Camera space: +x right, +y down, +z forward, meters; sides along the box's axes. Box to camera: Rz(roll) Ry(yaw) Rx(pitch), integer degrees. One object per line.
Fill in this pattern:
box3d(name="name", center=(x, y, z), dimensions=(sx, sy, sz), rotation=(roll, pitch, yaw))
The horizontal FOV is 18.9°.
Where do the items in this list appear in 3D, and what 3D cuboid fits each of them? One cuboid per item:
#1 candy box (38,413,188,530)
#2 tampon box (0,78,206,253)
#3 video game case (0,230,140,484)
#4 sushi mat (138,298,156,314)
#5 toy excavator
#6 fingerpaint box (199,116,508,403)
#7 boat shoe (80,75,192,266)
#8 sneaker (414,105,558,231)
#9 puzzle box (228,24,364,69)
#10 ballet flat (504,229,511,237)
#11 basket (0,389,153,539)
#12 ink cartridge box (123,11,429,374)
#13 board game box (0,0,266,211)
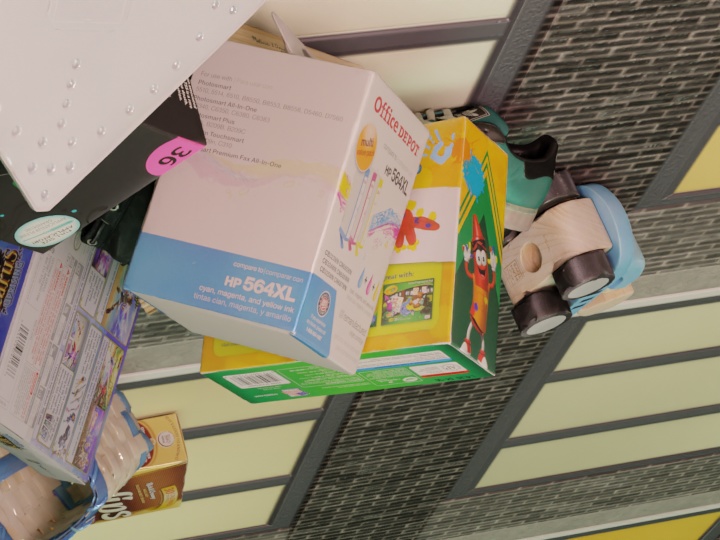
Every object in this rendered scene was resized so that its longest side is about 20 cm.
box3d(name="candy box", center=(-0.266, 0.197, 2.035), dimensions=(0.199, 0.057, 0.117), rotation=(-11, 154, -14))
box3d(name="tampon box", center=(-0.222, -0.115, 1.317), dimensions=(0.150, 0.127, 0.200), rotation=(-30, 152, 28))
box3d(name="video game case", center=(-0.220, 0.032, 1.554), dimensions=(0.045, 0.201, 0.181), rotation=(9, 162, 20))
box3d(name="sushi mat", center=(-0.079, -0.051, 1.515), dimensions=(0.199, 0.096, 0.012), rotation=(-26, 150, 21))
box3d(name="toy excavator", center=(0.196, -0.006, 1.859), dimensions=(0.199, 0.100, 0.194), rotation=(-8, 157, -37))
box3d(name="fingerpaint box", center=(-0.003, -0.004, 1.504), dimensions=(0.199, 0.168, 0.073), rotation=(-9, 154, 29))
box3d(name="boat shoe", center=(-0.153, -0.078, 1.452), dimensions=(0.066, 0.075, 0.200), rotation=(17, 143, -1))
box3d(name="sneaker", center=(0.059, -0.094, 1.619), dimensions=(0.199, 0.071, 0.080), rotation=(16, 108, -31))
box3d(name="puzzle box", center=(-0.103, -0.121, 1.501), dimensions=(0.133, 0.026, 0.200), rotation=(-32, 151, 31))
box3d(name="ballet flat", center=(0.082, -0.036, 1.785), dimensions=(0.066, 0.057, 0.200), rotation=(21, 140, -10))
box3d(name="basket", center=(-0.292, 0.175, 1.845), dimensions=(0.176, 0.139, 0.200), rotation=(-36, 179, 37))
box3d(name="ink cartridge box", center=(-0.048, -0.053, 1.406), dimensions=(0.125, 0.201, 0.129), rotation=(14, 171, 21))
box3d(name="board game box", center=(-0.153, -0.164, 1.192), dimensions=(0.200, 0.026, 0.200), rotation=(-46, 140, -18))
